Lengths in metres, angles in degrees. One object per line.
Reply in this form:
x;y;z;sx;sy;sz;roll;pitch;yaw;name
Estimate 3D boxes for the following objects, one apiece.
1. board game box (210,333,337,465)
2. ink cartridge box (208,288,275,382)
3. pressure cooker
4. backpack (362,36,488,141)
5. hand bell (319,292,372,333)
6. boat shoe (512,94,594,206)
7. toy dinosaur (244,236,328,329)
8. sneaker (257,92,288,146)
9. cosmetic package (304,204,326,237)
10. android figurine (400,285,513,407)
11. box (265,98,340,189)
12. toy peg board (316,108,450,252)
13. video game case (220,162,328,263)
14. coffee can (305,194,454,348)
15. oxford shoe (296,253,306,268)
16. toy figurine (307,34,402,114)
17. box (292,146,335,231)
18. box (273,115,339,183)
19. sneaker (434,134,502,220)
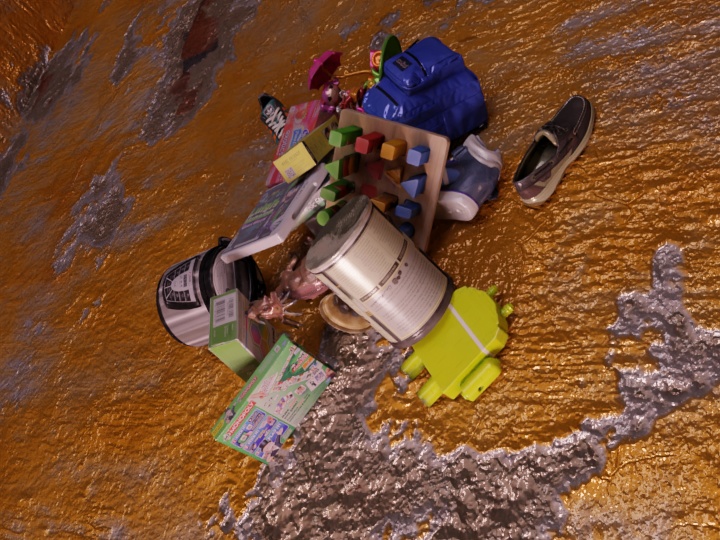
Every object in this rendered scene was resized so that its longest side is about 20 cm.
-0.143;0.220;1.292;0.201;0.134;0.029;-52;42;-1;board game box
-0.194;0.133;1.359;0.058;0.201;0.106;-17;51;14;ink cartridge box
-0.279;0.043;1.503;0.196;0.178;0.179;-18;22;30;pressure cooker
0.100;-0.309;1.389;0.197;0.170;0.163;-32;37;-5;backpack
0.000;0.000;1.371;0.102;0.105;0.203;-16;40;32;hand bell
0.308;-0.201;1.228;0.071;0.066;0.204;24;80;47;boat shoe
-0.093;0.024;1.301;0.198;0.086;0.137;-35;23;28;toy dinosaur
-0.188;-0.334;1.742;0.071;0.080;0.201;-42;43;9;sneaker
-0.017;-0.162;1.449;0.149;0.052;0.202;-27;28;28;cosmetic package
0.150;0.109;1.177;0.200;0.041;0.183;-48;41;9;android figurine
-0.110;-0.244;1.603;0.101;0.094;0.204;-4;60;38;box
0.024;-0.138;1.264;0.195;0.098;0.205;20;114;20;toy peg board
-0.158;-0.103;1.403;0.198;0.023;0.184;-17;36;50;video game case
0.031;0.003;1.207;0.146;0.199;0.147;-40;22;20;coffee can
-0.063;-0.006;1.400;0.200;0.069;0.077;-42;41;54;oxford shoe
-0.020;-0.366;1.541;0.179;0.150;0.206;5;89;20;toy figurine
-0.062;-0.173;1.426;0.199;0.036;0.145;-39;23;19;box
-0.091;-0.231;1.444;0.074;0.051;0.201;-30;14;26;box
0.158;-0.170;1.336;0.198;0.081;0.148;16;68;48;sneaker
